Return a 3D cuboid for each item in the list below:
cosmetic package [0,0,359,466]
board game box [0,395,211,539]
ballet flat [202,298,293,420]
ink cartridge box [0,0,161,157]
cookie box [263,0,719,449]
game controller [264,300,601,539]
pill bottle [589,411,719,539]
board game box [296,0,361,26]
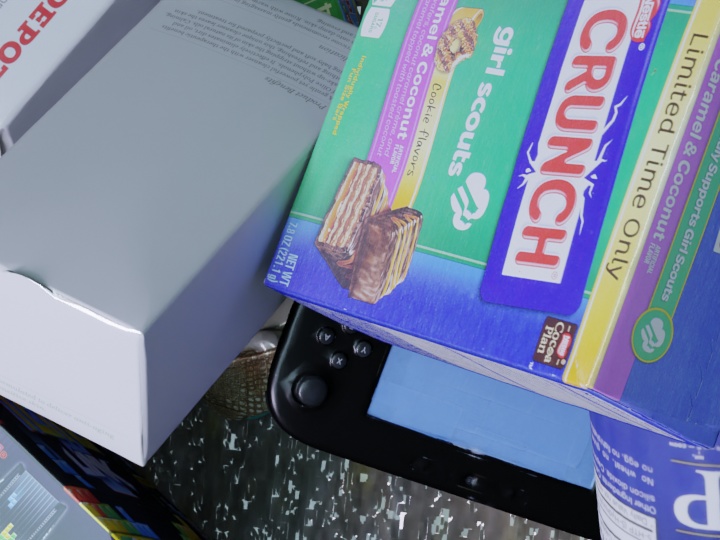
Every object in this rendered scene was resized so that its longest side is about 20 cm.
[{"bbox_3d":[-0.078,-0.029,0.982,0.107,0.085,0.200,26,51,19],"label":"cosmetic package"},{"bbox_3d":[-0.143,0.098,1.052,0.165,0.200,0.057,42,90,15],"label":"board game box"},{"bbox_3d":[0.000,0.000,1.075,0.200,0.065,0.071,-35,41,12],"label":"ballet flat"},{"bbox_3d":[-0.185,-0.156,1.057,0.200,0.083,0.147,36,76,8],"label":"ink cartridge box"},{"bbox_3d":[0.072,-0.043,0.898,0.200,0.075,0.172,16,84,52],"label":"cookie box"},{"bbox_3d":[0.060,0.048,1.024,0.200,0.042,0.105,19,102,-17],"label":"game controller"},{"bbox_3d":[0.155,0.083,0.968,0.119,0.120,0.200,1,118,18],"label":"pill bottle"},{"bbox_3d":[-0.095,-0.088,1.117,0.200,0.037,0.152,-23,76,16],"label":"board game box"}]
